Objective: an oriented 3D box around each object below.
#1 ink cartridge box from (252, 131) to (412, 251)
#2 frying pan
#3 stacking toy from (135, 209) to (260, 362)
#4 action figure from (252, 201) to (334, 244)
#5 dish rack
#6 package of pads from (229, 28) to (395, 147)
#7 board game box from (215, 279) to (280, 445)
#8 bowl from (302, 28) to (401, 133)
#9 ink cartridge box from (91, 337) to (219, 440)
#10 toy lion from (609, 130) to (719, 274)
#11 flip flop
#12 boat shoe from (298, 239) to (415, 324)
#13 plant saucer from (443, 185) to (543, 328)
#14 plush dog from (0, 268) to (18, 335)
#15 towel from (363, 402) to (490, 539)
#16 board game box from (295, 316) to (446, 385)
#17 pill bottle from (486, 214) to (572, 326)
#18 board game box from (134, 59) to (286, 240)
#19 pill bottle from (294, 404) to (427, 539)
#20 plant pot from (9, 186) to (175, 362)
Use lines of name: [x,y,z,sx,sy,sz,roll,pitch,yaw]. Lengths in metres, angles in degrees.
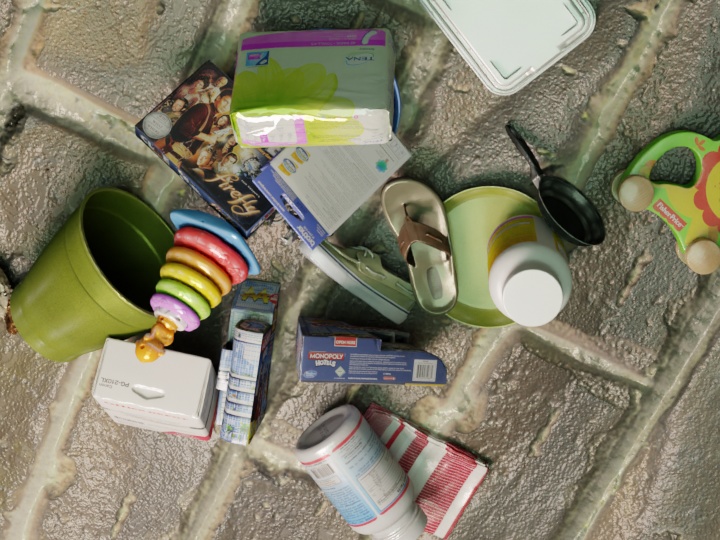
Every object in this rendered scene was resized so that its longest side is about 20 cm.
ink cartridge box: [-0.039,-0.127,1.605,0.119,0.042,0.200,50,62,-11]
frying pan: [0.243,-0.098,1.659,0.190,0.115,0.031,39,125,-7]
stacking toy: [-0.223,0.034,1.612,0.116,0.110,0.200,18,66,24]
action figure: [-0.131,-0.086,1.690,0.200,0.119,0.102,37,77,0]
dish rack: [0.185,-0.337,1.619,0.171,0.044,0.200,-37,103,14]
package of pads: [-0.057,-0.225,1.573,0.199,0.155,0.068,-2,142,5]
board game box: [-0.156,0.117,1.737,0.061,0.200,0.201,8,94,1]
bowl: [-0.046,-0.219,1.677,0.200,0.039,0.201,1,108,4]
ink cartridge box: [-0.272,0.165,1.731,0.144,0.200,0.085,11,74,1]
toy lion: [0.458,-0.109,1.666,0.200,0.069,0.192,41,100,-8]
flip flop: [0.082,-0.030,1.687,0.081,0.058,0.201,-12,106,9]
boat shoe: [0.000,0.000,1.715,0.200,0.072,0.062,36,91,-36]
plant saucer: [0.174,-0.021,1.729,0.199,0.031,0.201,2,108,5]
plush dog: [-0.564,0.054,1.765,0.200,0.160,0.172,44,83,-9]
towel: [0.069,0.294,1.844,0.200,0.023,0.144,27,109,-5]
board game box: [-0.010,0.105,1.711,0.199,0.200,0.062,3,95,-19]
pill bottle: [0.212,0.003,1.612,0.104,0.200,0.105,1,107,5]
board game box: [-0.170,-0.156,1.629,0.200,0.035,0.136,43,73,6]
pill bottle: [0.005,0.294,1.781,0.109,0.109,0.200,-32,105,14]
plant pot: [-0.361,0.024,1.716,0.193,0.200,0.201,-34,103,26]
